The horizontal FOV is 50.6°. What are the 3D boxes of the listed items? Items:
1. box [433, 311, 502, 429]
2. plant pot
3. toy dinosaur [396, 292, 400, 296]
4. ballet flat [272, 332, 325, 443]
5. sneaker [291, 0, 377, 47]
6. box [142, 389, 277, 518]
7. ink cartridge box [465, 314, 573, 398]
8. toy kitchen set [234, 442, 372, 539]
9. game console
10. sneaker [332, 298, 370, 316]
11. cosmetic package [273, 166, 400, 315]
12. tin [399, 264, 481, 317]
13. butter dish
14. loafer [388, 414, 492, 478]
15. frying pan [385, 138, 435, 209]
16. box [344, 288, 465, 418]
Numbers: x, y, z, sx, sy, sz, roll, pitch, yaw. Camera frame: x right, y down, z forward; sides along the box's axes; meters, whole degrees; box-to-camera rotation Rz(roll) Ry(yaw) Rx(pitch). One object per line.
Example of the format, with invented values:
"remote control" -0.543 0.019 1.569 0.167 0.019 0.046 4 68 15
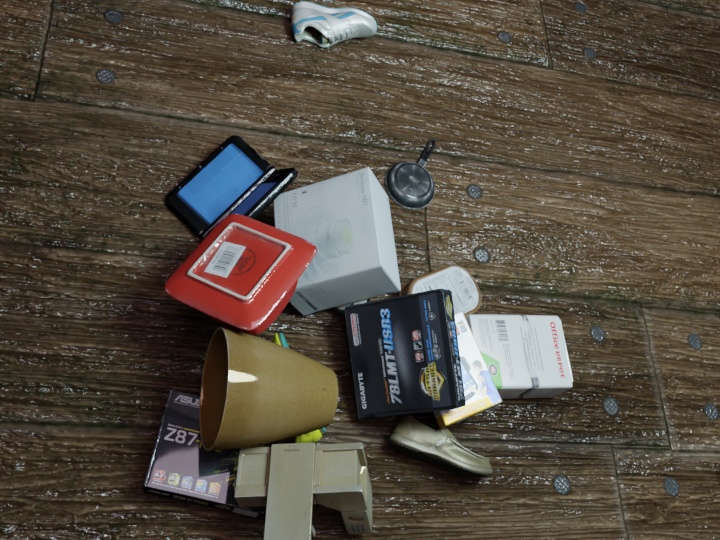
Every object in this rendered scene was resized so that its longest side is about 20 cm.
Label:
"box" 0.160 0.167 1.368 0.117 0.042 0.203 -18 75 -16
"plant pot" -0.142 0.198 1.218 0.196 0.186 0.190 10 62 -23
"toy dinosaur" 0.085 0.114 1.444 0.099 0.058 0.204 17 61 -11
"ballet flat" -0.128 0.209 1.329 0.066 0.067 0.203 -25 75 -3
"sneaker" -0.059 -0.542 1.712 0.195 0.077 0.083 3 72 -10
"box" -0.239 0.302 1.251 0.196 0.049 0.164 17 57 -10
"ink cartridge box" 0.294 0.167 1.471 0.196 0.084 0.148 2 65 -16
"toy kitchen set" -0.085 0.389 1.202 0.195 0.182 0.166 -3 52 5
"game console" -0.242 -0.155 1.415 0.200 0.175 0.117 -47 112 -17
"sneaker" 0.000 0.000 1.464 0.078 0.074 0.202 24 60 1
"cosmetic package" -0.044 -0.051 1.389 0.196 0.123 0.203 -14 63 14
"tin" 0.158 0.054 1.482 0.198 0.042 0.113 -20 74 -40
"butter dish" -0.189 0.031 1.277 0.196 0.149 0.201 21 56 23
"loafer" 0.148 0.313 1.357 0.197 0.076 0.069 22 66 -7
"frying pan" 0.134 -0.205 1.634 0.189 0.031 0.115 -37 82 -26
"box" 0.076 0.147 1.330 0.049 0.195 0.205 8 74 -62
